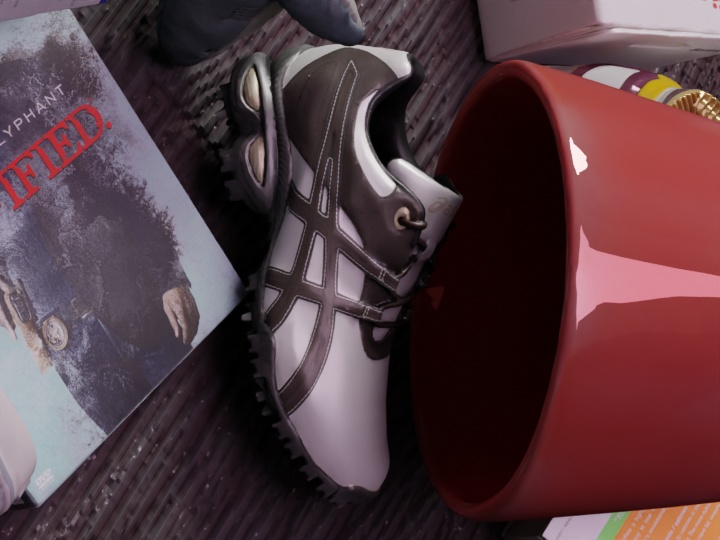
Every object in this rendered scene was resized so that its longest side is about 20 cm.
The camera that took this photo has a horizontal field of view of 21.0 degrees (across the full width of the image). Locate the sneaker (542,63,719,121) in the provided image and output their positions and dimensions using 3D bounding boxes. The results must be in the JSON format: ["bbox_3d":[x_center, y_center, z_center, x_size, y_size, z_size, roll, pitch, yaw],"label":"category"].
[{"bbox_3d":[0.150,-0.062,1.009,0.075,0.090,0.200,-62,153,-5],"label":"sneaker"}]

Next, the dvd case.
[{"bbox_3d":[-0.140,-0.028,0.757,0.146,0.022,0.200,-46,112,-39],"label":"dvd case"}]

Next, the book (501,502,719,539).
[{"bbox_3d":[0.187,0.139,0.953,0.200,0.048,0.134,41,72,-10],"label":"book"}]

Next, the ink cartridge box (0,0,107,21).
[{"bbox_3d":[-0.168,-0.114,0.666,0.200,0.095,0.037,-13,69,-31],"label":"ink cartridge box"}]

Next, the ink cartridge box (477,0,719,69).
[{"bbox_3d":[0.125,-0.209,1.003,0.145,0.084,0.200,-4,84,-44],"label":"ink cartridge box"}]

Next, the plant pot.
[{"bbox_3d":[0.133,0.018,0.850,0.177,0.200,0.201,7,75,-16],"label":"plant pot"}]

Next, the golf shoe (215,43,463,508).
[{"bbox_3d":[0.000,0.000,0.825,0.078,0.094,0.200,-12,92,-72],"label":"golf shoe"}]

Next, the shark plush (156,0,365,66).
[{"bbox_3d":[-0.053,-0.129,0.744,0.083,0.200,0.091,-20,84,-1],"label":"shark plush"}]

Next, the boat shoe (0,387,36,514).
[{"bbox_3d":[-0.193,0.023,0.669,0.069,0.072,0.200,-54,128,-38],"label":"boat shoe"}]
